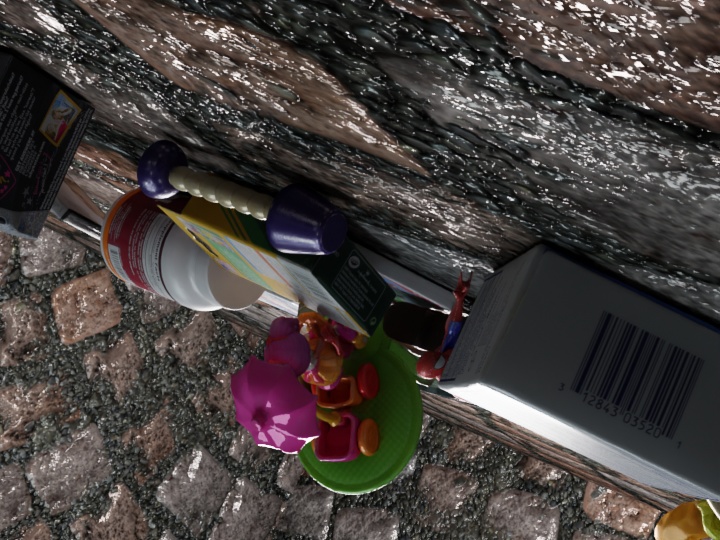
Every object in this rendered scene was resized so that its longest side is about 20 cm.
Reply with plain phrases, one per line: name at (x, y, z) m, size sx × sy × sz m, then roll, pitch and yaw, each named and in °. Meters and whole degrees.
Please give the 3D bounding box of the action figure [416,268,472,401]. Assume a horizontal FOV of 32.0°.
action figure at (0.130, 0.058, 1.044) m, size 0.199 × 0.100 × 0.065 m, roll 0°, pitch -151°, yaw -39°

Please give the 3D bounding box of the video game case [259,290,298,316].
video game case at (-0.140, 0.037, 1.982) m, size 0.199 × 0.023 × 0.182 m, roll 21°, pitch 172°, yaw 29°

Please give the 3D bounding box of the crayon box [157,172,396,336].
crayon box at (-0.077, -0.020, 1.146) m, size 0.199 × 0.052 × 0.126 m, roll 22°, pitch 164°, yaw 36°

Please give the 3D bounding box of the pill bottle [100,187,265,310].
pill bottle at (-0.185, -0.021, 1.347) m, size 0.199 × 0.114 × 0.113 m, roll 18°, pitch 170°, yaw 47°

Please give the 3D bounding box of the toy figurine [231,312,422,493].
toy figurine at (-0.046, 0.103, 1.194) m, size 0.149 × 0.202 × 0.184 m, roll -6°, pitch 164°, yaw 28°

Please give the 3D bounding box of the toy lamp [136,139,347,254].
toy lamp at (-0.095, -0.058, 1.018) m, size 0.199 × 0.059 × 0.058 m, roll 23°, pitch 173°, yaw 35°

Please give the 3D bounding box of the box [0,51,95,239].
box at (-0.355, -0.125, 1.084) m, size 0.199 × 0.133 × 0.115 m, roll 20°, pitch 173°, yaw 32°

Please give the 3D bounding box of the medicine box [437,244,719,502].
medicine box at (0.167, 0.075, 0.896) m, size 0.181 × 0.104 × 0.200 m, roll 25°, pitch 174°, yaw -2°

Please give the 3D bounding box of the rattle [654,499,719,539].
rattle at (0.445, 0.344, 1.544) m, size 0.131 × 0.142 × 0.201 m, roll 55°, pitch -168°, yaw -37°

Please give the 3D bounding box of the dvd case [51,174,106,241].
dvd case at (-0.354, -0.104, 1.431) m, size 0.200 × 0.018 × 0.143 m, roll 43°, pitch -177°, yaw 24°

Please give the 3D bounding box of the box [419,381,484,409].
box at (0.172, 0.158, 1.626) m, size 0.158 × 0.046 × 0.200 m, roll 16°, pitch 175°, yaw -12°

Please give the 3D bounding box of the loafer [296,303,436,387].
loafer at (0.008, 0.073, 1.340) m, size 0.199 × 0.070 × 0.075 m, roll 33°, pitch -172°, yaw 32°

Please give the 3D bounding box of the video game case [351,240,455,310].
video game case at (0.000, 0.000, 1.263) m, size 0.142 × 0.018 × 0.200 m, roll 27°, pitch 172°, yaw -16°

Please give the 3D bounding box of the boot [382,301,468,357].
boot at (0.140, 0.094, 1.241) m, size 0.186 × 0.065 × 0.199 m, roll 30°, pitch -179°, yaw 40°
